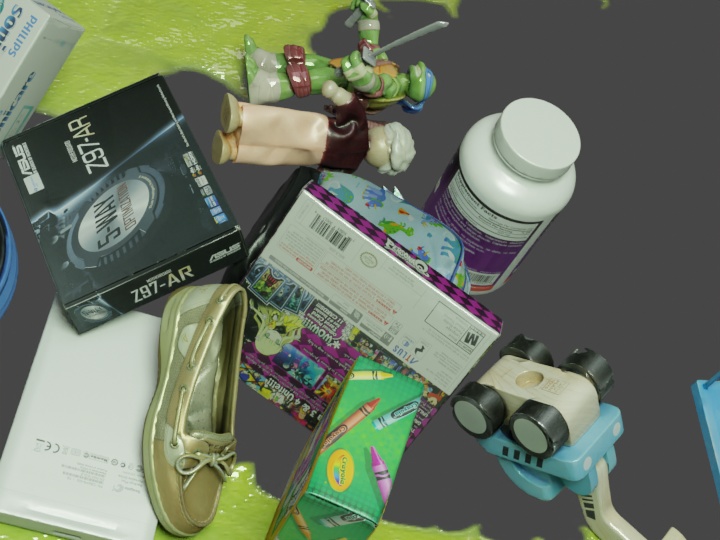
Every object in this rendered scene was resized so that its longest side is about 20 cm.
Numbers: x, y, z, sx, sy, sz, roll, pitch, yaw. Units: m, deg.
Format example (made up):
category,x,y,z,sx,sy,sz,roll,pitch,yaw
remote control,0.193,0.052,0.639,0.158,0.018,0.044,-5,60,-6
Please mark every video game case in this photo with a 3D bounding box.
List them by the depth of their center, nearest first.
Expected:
category,x,y,z,sx,sy,sz,roll,pitch,yaw
video game case,-0.011,0.054,0.988,0.199,0.182,0.036,35,24,-1

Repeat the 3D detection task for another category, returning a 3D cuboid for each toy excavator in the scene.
category,x,y,z,sx,sy,sz,roll,pitch,yaw
toy excavator,0.194,0.177,1.048,0.193,0.201,0.100,14,42,42

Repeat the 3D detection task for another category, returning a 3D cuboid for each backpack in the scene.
category,x,y,z,sx,sy,sz,roll,pitch,yaw
backpack,0.000,0.000,1.067,0.199,0.154,0.164,38,47,-8

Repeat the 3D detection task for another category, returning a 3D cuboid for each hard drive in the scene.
category,x,y,z,sx,sy,sz,roll,pitch,yaw
hard drive,-0.214,0.122,0.970,0.131,0.027,0.201,16,56,-10

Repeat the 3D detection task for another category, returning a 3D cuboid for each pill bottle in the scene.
category,x,y,z,sx,sy,sz,roll,pitch,yaw
pill bottle,0.129,-0.069,1.106,0.111,0.200,0.113,9,56,-14

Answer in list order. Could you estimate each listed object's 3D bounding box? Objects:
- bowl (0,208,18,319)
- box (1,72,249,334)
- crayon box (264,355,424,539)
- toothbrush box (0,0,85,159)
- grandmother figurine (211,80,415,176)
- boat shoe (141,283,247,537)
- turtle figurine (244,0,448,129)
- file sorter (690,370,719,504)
category,x,y,z,sx,sy,sz,roll,pitch,yaw
bowl,-0.388,-0.013,0.984,0.199,0.039,0.202,10,57,-15
box,-0.208,-0.063,1.026,0.159,0.044,0.201,-24,58,-8
crayon box,-0.021,0.167,0.904,0.058,0.200,0.119,24,54,-3
toothbrush box,-0.371,-0.215,1.043,0.199,0.085,0.147,35,98,5
grandmother figurine,-0.037,-0.129,1.139,0.198,0.122,0.061,6,44,-22
boat shoe,-0.126,0.111,0.948,0.073,0.063,0.203,22,68,-51
turtle figurine,-0.020,-0.229,1.168,0.192,0.200,0.145,-5,64,-4
file sorter,0.448,0.152,1.133,0.198,0.123,0.140,5,57,-17
